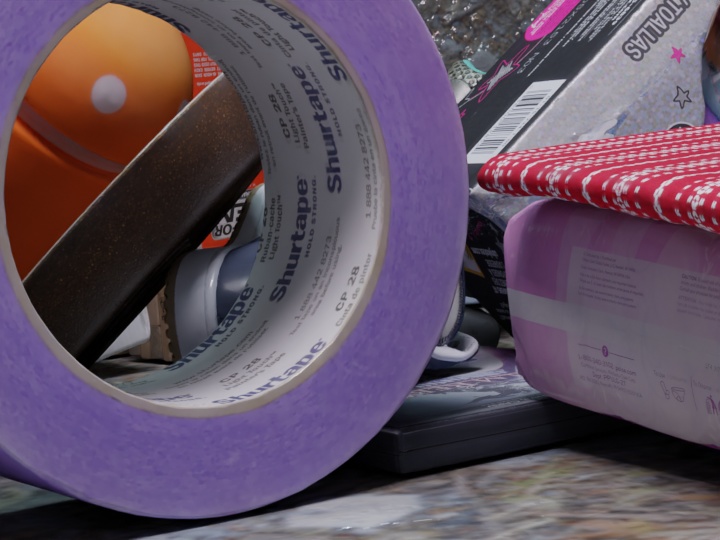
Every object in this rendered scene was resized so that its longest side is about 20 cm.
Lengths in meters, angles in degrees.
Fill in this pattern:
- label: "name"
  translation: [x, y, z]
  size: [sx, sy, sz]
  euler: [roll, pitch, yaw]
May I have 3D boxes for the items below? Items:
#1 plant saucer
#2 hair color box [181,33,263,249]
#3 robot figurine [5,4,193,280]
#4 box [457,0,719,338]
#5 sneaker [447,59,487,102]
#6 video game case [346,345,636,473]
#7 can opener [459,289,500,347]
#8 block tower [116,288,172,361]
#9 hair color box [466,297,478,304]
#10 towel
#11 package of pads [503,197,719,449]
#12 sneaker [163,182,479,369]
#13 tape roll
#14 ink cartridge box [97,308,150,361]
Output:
- label: "plant saucer"
  translation: [-0.097, -0.001, 0.863]
  size: [0.200, 0.034, 0.200]
  euler: [-47, 1, 1]
- label: "hair color box"
  translation: [-0.103, -0.111, 1.087]
  size: [0.101, 0.201, 0.061]
  euler: [0, 7, 42]
- label: "robot figurine"
  translation: [-0.150, -0.057, 0.900]
  size: [0.200, 0.144, 0.117]
  euler: [-43, 18, 20]
- label: "box"
  translation: [0.128, -0.063, 0.899]
  size: [0.200, 0.115, 0.132]
  euler: [-48, 13, -10]
- label: "sneaker"
  translation: [0.079, -0.041, 1.100]
  size: [0.077, 0.092, 0.200]
  euler: [25, -5, 28]
- label: "video game case"
  translation: [0.016, 0.049, 0.837]
  size: [0.142, 0.019, 0.200]
  euler: [-8, 5, -33]
- label: "can opener"
  translation: [0.007, 0.006, 1.072]
  size: [0.067, 0.054, 0.200]
  euler: [14, -1, -19]
- label: "block tower"
  translation: [-0.105, 0.015, 1.121]
  size: [0.058, 0.054, 0.199]
  euler: [-8, 6, -39]
- label: "hair color box"
  translation: [0.092, -0.016, 1.251]
  size: [0.199, 0.061, 0.099]
  euler: [-4, 5, 4]
- label: "towel"
  translation: [0.139, -0.029, 0.663]
  size: [0.144, 0.023, 0.200]
  euler: [-8, 9, -20]
- label: "package of pads"
  translation: [0.143, 0.016, 0.692]
  size: [0.120, 0.076, 0.200]
  euler: [-7, 10, -26]
- label: "sneaker"
  translation: [0.000, 0.000, 0.883]
  size: [0.108, 0.071, 0.200]
  euler: [-9, 11, 15]
- label: "tape roll"
  translation: [-0.069, -0.024, 0.701]
  size: [0.199, 0.201, 0.085]
  euler: [-8, 5, -30]
- label: "ink cartridge box"
  translation: [-0.225, 0.044, 1.063]
  size: [0.199, 0.048, 0.160]
  euler: [-23, 15, -31]
